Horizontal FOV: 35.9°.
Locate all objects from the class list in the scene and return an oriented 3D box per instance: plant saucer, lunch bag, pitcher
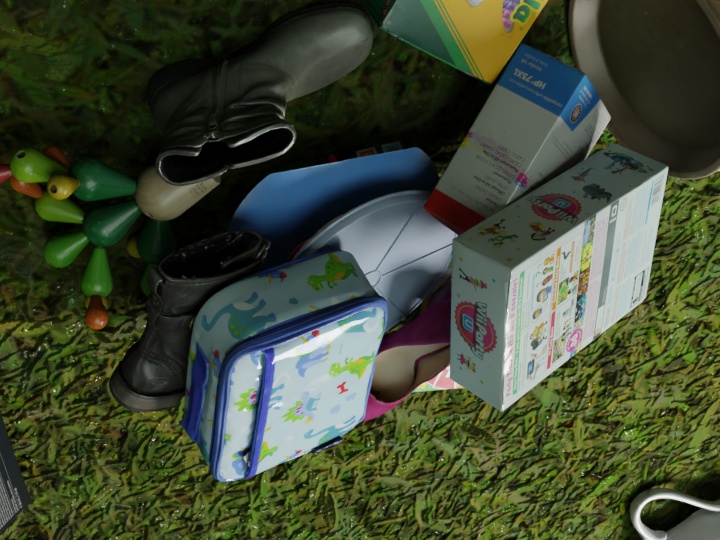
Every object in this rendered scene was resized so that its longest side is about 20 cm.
[{"bbox_3d":[0.244,-0.170,0.906,0.029,0.200,0.201,-29,130,-17],"label":"plant saucer"},{"bbox_3d":[-0.067,0.085,0.928,0.160,0.083,0.201,-17,144,-28],"label":"lunch bag"},{"bbox_3d":[0.445,0.333,1.399,0.199,0.121,0.173,-15,113,5],"label":"pitcher"}]

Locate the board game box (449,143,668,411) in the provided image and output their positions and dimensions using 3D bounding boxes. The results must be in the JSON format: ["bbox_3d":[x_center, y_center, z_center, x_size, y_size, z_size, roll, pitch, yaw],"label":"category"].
[{"bbox_3d":[0.164,0.002,0.924,0.199,0.064,0.148,-31,136,-33],"label":"board game box"}]

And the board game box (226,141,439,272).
[{"bbox_3d":[-0.029,-0.055,0.982,0.199,0.039,0.159,-12,144,-18],"label":"board game box"}]

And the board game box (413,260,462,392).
[{"bbox_3d":[0.107,0.035,1.109,0.095,0.030,0.201,-3,122,-18],"label":"board game box"}]

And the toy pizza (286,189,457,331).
[{"bbox_3d":[0.000,0.000,0.993,0.199,0.032,0.201,-26,147,-18],"label":"toy pizza"}]

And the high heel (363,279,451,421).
[{"bbox_3d":[0.042,0.100,1.067,0.067,0.096,0.200,37,120,-14],"label":"high heel"}]

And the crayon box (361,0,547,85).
[{"bbox_3d":[0.104,-0.261,0.872,0.118,0.058,0.201,20,115,-30],"label":"crayon box"}]

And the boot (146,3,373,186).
[{"bbox_3d":[-0.067,-0.129,0.858,0.199,0.131,0.068,-22,129,-4],"label":"boot"}]

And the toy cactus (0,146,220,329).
[{"bbox_3d":[-0.190,-0.043,0.890,0.164,0.103,0.200,-27,128,13],"label":"toy cactus"}]

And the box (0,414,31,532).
[{"bbox_3d":[-0.376,0.167,0.947,0.078,0.141,0.201,13,130,22],"label":"box"}]

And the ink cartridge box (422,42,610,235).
[{"bbox_3d":[0.125,-0.075,0.946,0.201,0.067,0.116,-59,155,3],"label":"ink cartridge box"}]

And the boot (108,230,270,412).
[{"bbox_3d":[-0.115,0.035,0.938,0.199,0.069,0.175,-20,150,-47],"label":"boot"}]

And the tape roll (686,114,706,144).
[{"bbox_3d":[0.357,-0.175,0.970,0.201,0.071,0.203,-23,156,-11],"label":"tape roll"}]
